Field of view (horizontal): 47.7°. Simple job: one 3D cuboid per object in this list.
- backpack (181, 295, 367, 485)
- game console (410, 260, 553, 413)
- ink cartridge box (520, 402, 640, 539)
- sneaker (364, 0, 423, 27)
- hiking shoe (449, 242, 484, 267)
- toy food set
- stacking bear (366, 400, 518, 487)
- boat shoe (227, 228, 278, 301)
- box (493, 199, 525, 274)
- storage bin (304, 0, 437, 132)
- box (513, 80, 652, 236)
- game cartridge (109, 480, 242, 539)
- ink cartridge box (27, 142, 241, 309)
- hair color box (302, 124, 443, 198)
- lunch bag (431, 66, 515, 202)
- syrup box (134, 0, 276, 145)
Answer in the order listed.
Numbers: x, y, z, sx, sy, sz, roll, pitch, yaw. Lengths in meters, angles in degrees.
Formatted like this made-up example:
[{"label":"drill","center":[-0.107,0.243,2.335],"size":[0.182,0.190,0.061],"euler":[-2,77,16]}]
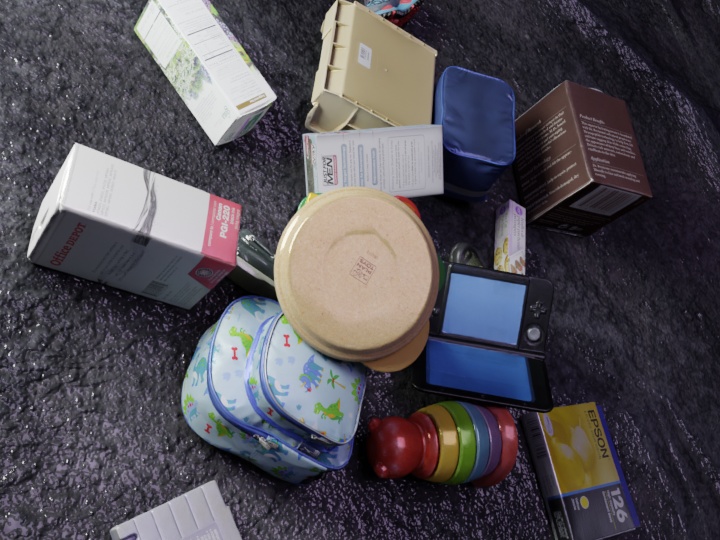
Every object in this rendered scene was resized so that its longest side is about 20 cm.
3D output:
[{"label":"backpack","center":[-0.092,0.126,0.945],"size":[0.197,0.147,0.186],"euler":[26,51,-19]},{"label":"game console","center":[0.174,0.086,1.129],"size":[0.195,0.116,0.180],"euler":[10,91,-3]},{"label":"ink cartridge box","center":[0.351,0.306,1.250],"size":[0.197,0.047,0.201],"euler":[-1,67,-34]},{"label":"sneaker","center":[0.028,-0.450,1.388],"size":[0.095,0.079,0.200],"euler":[43,40,3]},{"label":"hiking shoe","center":[0.209,0.039,1.240],"size":[0.075,0.100,0.203],"euler":[-20,82,-47]},{"label":"toy food set","center":[0.000,0.002,0.917],"size":[0.196,0.049,0.202],"euler":[17,80,-9]},{"label":"stacking bear","center":[0.096,0.226,1.062],"size":[0.196,0.113,0.124],"euler":[2,72,-29]},{"label":"boat shoe","center":[-0.090,0.018,1.050],"size":[0.197,0.075,0.067],"euler":[33,63,-7]},{"label":"box","center":[0.245,-0.020,1.341],"size":[0.038,0.041,0.203],"euler":[24,56,-25]},{"label":"storage bin","center":[0.017,-0.288,1.274],"size":[0.196,0.093,0.204],"euler":[23,56,-25]},{"label":"box","center":[0.384,-0.193,1.448],"size":[0.163,0.164,0.204],"euler":[8,62,-32]},{"label":"game cartridge","center":[-0.168,0.340,0.856],"size":[0.128,0.038,0.203],"euler":[-15,77,-44]},{"label":"ink cartridge box","center":[-0.252,-0.042,0.912],"size":[0.197,0.145,0.086],"euler":[18,58,-29]},{"label":"hair color box","center":[0.020,-0.152,1.166],"size":[0.196,0.060,0.101],"euler":[-8,104,-22]},{"label":"lunch bag","center":[0.166,-0.221,1.327],"size":[0.133,0.133,0.204],"euler":[14,59,-12]},{"label":"syrup box","center":[-0.211,-0.282,1.110],"size":[0.201,0.078,0.081],"euler":[54,48,-1]}]
